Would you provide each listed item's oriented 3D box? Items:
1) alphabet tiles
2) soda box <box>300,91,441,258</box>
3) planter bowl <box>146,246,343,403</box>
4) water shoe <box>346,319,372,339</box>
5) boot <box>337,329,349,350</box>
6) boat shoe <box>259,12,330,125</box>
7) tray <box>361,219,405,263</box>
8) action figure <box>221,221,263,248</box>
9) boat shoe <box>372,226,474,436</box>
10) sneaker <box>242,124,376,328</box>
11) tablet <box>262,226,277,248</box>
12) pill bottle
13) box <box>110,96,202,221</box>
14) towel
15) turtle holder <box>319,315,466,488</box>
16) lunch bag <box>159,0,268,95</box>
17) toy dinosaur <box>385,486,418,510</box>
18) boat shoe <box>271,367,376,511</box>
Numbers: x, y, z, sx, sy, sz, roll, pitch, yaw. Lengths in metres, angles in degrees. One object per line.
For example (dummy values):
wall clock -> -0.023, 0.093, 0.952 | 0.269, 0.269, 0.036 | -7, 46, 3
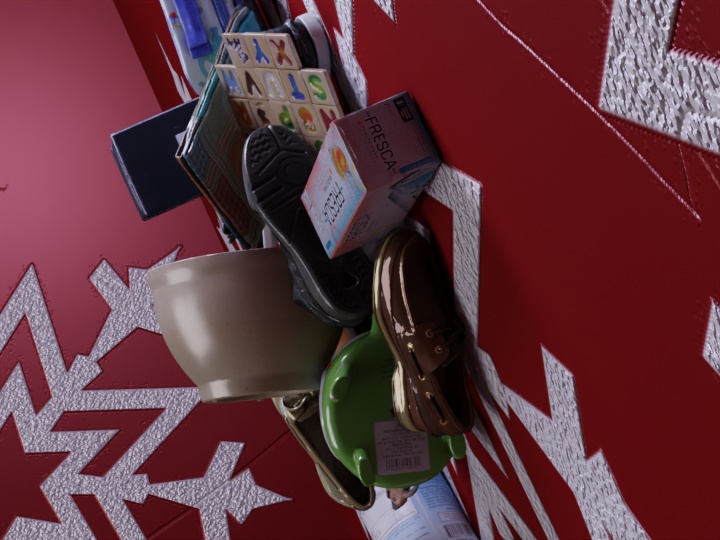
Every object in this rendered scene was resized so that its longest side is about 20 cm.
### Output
alphabet tiles -> -0.061, -0.125, 1.410 | 0.166, 0.006, 0.200 | 12, 131, 49
soda box -> 0.005, -0.072, 1.254 | 0.064, 0.068, 0.200 | 64, 166, 9
planter bowl -> -0.102, 0.059, 1.521 | 0.200, 0.200, 0.135 | 131, 133, -81
water shoe -> 0.000, 0.000, 1.606 | 0.200, 0.071, 0.079 | 58, 145, 32
boot -> -0.006, 0.084, 1.803 | 0.200, 0.074, 0.155 | 49, -163, -77
boat shoe -> -0.065, -0.150, 1.457 | 0.076, 0.060, 0.200 | -127, 24, -45
tray -> 0.003, -0.061, 1.454 | 0.200, 0.022, 0.108 | -125, 28, -53
action figure -> -0.110, -0.050, 1.810 | 0.102, 0.119, 0.200 | -67, -21, -54
boat shoe -> 0.062, 0.056, 1.351 | 0.068, 0.072, 0.200 | 10, 122, 38
sneaker -> -0.051, -0.032, 1.407 | 0.200, 0.076, 0.114 | 57, 163, 11
tablet -> -0.091, -0.115, 1.652 | 0.130, 0.014, 0.200 | 89, -177, -46
pill bottle -> 0.059, 0.282, 1.800 | 0.109, 0.109, 0.200 | 78, 166, -54
box -> -0.189, -0.147, 1.859 | 0.182, 0.200, 0.104 | -176, 62, -81
towel -> -0.108, -0.138, 1.504 | 0.147, 0.022, 0.200 | 54, -139, -41
turtle holder -> 0.017, 0.113, 1.479 | 0.186, 0.141, 0.132 | 56, 173, -7
lunch bag -> -0.159, -0.279, 1.594 | 0.161, 0.082, 0.200 | -39, -71, -79
toy dinosaur -> 0.037, 0.136, 1.634 | 0.136, 0.086, 0.200 | -131, 23, -64
boat shoe -> -0.039, 0.165, 1.665 | 0.201, 0.073, 0.063 | 67, 167, -10
